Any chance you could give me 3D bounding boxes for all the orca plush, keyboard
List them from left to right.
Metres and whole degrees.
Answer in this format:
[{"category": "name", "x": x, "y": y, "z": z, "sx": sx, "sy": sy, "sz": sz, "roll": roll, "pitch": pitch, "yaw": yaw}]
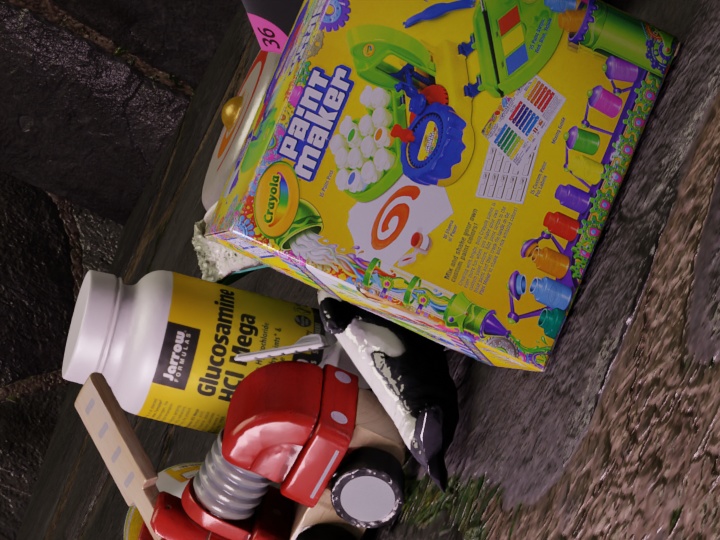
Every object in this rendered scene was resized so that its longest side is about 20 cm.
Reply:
[{"category": "keyboard", "x": -0.050, "y": 0.053, "z": 1.597, "sx": 0.200, "sy": 0.056, "sz": 0.011, "roll": 76, "pitch": 179, "yaw": -88}, {"category": "orca plush", "x": 0.032, "y": 0.045, "z": 1.470, "sx": 0.071, "sy": 0.105, "sz": 0.200, "roll": -39, "pitch": 20, "yaw": 5}]

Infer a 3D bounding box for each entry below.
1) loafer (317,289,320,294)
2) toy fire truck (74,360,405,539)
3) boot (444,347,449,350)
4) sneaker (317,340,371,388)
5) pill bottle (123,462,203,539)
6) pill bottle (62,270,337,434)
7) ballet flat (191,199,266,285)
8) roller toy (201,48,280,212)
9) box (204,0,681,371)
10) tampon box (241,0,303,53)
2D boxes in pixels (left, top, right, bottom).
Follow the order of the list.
[{"category": "loafer", "x": 0.000, "y": 0.000, "z": 1.710, "sx": 0.200, "sy": 0.068, "sz": 0.076, "roll": 143, "pitch": 117, "yaw": -69}, {"category": "toy fire truck", "x": -0.085, "y": 0.123, "z": 1.556, "sx": 0.129, "sy": 0.199, "sz": 0.177, "roll": -84, "pitch": 21, "yaw": -60}, {"category": "boot", "x": 0.054, "y": -0.042, "z": 1.576, "sx": 0.074, "sy": 0.095, "sz": 0.201, "roll": -42, "pitch": 58, "yaw": 47}, {"category": "sneaker", "x": -0.002, "y": 0.076, "z": 1.649, "sx": 0.200, "sy": 0.075, "sz": 0.089, "roll": -48, "pitch": 8, "yaw": 42}, {"category": "pill bottle", "x": -0.109, "y": 0.201, "z": 1.758, "sx": 0.200, "sy": 0.110, "sz": 0.112, "roll": 179, "pitch": 115, "yaw": -79}, {"category": "pill bottle", "x": -0.121, "y": 0.065, "z": 1.848, "sx": 0.112, "sy": 0.199, "sz": 0.113, "roll": -166, "pitch": 90, "yaw": -78}, {"category": "ballet flat", "x": -0.085, "y": -0.028, "z": 1.820, "sx": 0.200, "sy": 0.071, "sz": 0.072, "roll": -19, "pitch": 48, "yaw": 66}, {"category": "roller toy", "x": -0.059, "y": -0.112, "z": 2.140, "sx": 0.182, "sy": 0.139, "sz": 0.201, "roll": -120, "pitch": 54, "yaw": -78}, {"category": "box", "x": 0.043, "y": -0.073, "z": 1.358, "sx": 0.201, "sy": 0.192, "sz": 0.122, "roll": -66, "pitch": 10, "yaw": -5}, {"category": "tampon box", "x": 0.019, "y": -0.233, "z": 1.669, "sx": 0.127, "sy": 0.199, "sz": 0.150, "roll": -62, "pitch": -32, "yaw": -31}]
